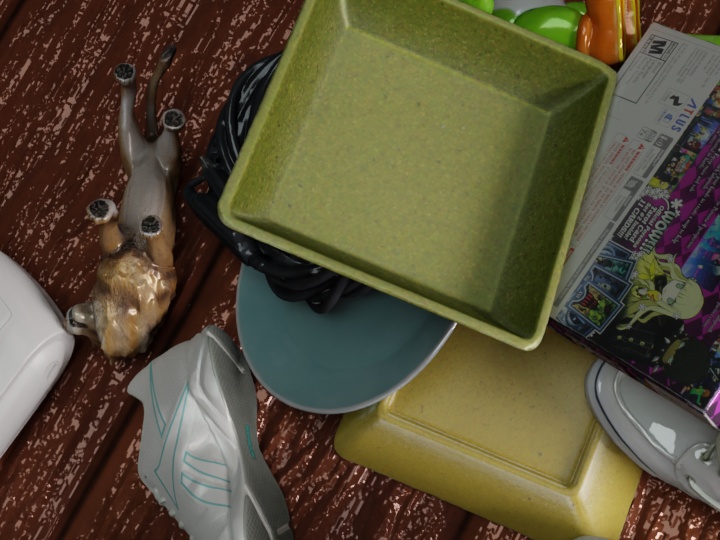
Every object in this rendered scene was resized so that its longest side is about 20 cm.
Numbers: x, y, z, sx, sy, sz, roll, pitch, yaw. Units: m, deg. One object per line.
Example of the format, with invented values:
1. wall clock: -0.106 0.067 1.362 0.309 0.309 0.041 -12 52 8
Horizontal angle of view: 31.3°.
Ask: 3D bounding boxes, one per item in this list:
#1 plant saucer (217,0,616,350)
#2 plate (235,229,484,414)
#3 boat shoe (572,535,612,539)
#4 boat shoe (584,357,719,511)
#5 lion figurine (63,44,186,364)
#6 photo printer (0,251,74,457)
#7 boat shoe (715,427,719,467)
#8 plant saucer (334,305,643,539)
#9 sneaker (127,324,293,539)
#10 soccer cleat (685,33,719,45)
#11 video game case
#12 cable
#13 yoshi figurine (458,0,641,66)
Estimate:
1. plant saucer: 0.035 -0.068 0.772 0.197 0.048 0.202 22 66 -3
2. plate: 0.000 0.000 0.851 0.198 0.026 0.203 -17 59 30
3. boat shoe: 0.209 0.214 0.755 0.199 0.071 0.073 29 122 29
4. boat shoe: 0.225 0.108 0.755 0.199 0.067 0.074 33 80 2
5. lion figurine: -0.151 -0.044 0.893 0.071 0.123 0.202 11 62 4
6. photo printer: -0.308 0.072 0.901 0.165 0.069 0.201 34 84 18
7. boat shoe: 0.288 0.081 0.721 0.197 0.066 0.075 -5 67 -27
8. plant saucer: 0.100 0.058 0.830 0.198 0.048 0.202 20 80 16
9. sneaker: -0.099 0.142 0.846 0.079 0.070 0.203 -23 66 15
10. soccer cleat: 0.235 -0.065 0.821 0.080 0.068 0.203 -8 68 3
11. video game case: 0.190 -0.035 0.757 0.181 0.036 0.201 31 84 41
12. cable: -0.025 -0.065 0.854 0.164 0.051 0.200 -50 52 0
13. yoshi figurine: 0.084 -0.178 0.867 0.197 0.113 0.113 -3 54 23
